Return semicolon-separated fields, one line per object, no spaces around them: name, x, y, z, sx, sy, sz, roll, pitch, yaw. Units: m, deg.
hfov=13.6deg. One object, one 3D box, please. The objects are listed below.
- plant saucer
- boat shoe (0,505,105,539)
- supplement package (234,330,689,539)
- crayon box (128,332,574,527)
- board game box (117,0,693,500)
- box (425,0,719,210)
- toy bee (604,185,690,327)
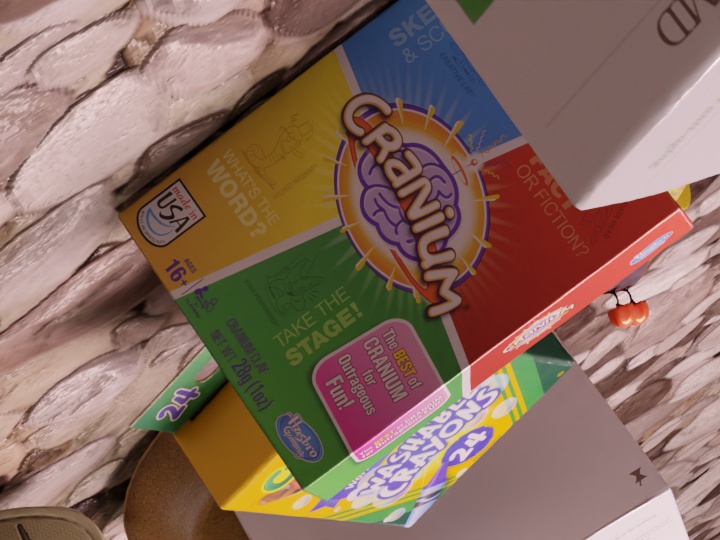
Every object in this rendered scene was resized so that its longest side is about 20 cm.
plant saucer;-0.035;0.116;1.680;0.200;0.035;0.201;-21;142;-17
boat shoe;-0.220;0.183;1.566;0.200;0.075;0.068;-28;170;1
supplement package;0.054;0.142;1.613;0.200;0.156;0.111;-31;142;-5
crayon box;0.000;0.060;1.430;0.126;0.052;0.200;-46;151;20
board game box;0.018;-0.022;1.296;0.200;0.153;0.040;-37;164;5
box;0.144;-0.157;1.124;0.200;0.172;0.199;-17;156;-48
toy bee;0.134;-0.031;1.588;0.131;0.109;0.200;-23;160;-41
